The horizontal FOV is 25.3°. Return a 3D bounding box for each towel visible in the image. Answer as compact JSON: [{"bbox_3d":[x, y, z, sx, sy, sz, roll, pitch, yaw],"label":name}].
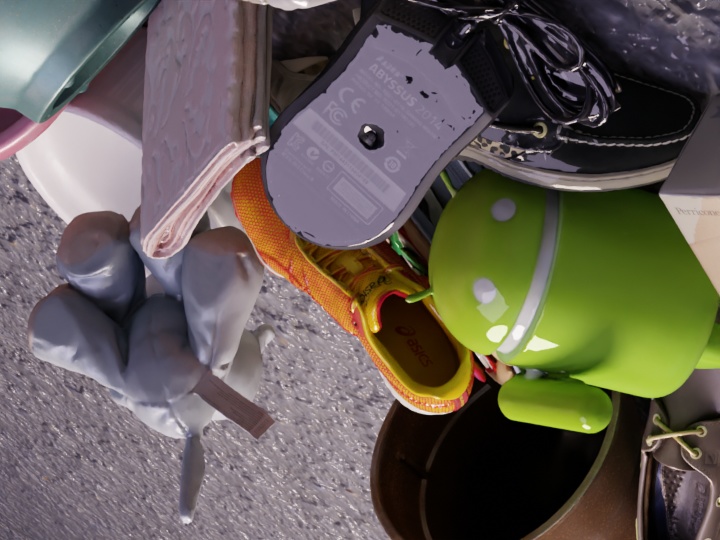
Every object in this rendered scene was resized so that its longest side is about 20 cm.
[{"bbox_3d":[-0.090,-0.129,0.931,0.032,0.202,0.191,8,160,-21],"label":"towel"}]

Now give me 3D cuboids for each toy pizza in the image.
[{"bbox_3d":[0.040,0.004,1.064,0.201,0.032,0.200,53,176,5],"label":"toy pizza"}]

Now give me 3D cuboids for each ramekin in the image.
[{"bbox_3d":[-0.144,-0.081,1.159,0.199,0.098,0.201,28,154,15],"label":"ramekin"}]

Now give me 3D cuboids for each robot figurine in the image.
[{"bbox_3d":[0.129,0.005,0.925,0.198,0.177,0.116,15,174,-10],"label":"robot figurine"}]

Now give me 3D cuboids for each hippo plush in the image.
[{"bbox_3d":[-0.108,0.041,1.098,0.200,0.160,0.161,43,-172,15],"label":"hippo plush"}]

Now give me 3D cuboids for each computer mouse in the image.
[{"bbox_3d":[0.029,-0.087,0.829,0.138,0.053,0.200,44,124,-8],"label":"computer mouse"}]

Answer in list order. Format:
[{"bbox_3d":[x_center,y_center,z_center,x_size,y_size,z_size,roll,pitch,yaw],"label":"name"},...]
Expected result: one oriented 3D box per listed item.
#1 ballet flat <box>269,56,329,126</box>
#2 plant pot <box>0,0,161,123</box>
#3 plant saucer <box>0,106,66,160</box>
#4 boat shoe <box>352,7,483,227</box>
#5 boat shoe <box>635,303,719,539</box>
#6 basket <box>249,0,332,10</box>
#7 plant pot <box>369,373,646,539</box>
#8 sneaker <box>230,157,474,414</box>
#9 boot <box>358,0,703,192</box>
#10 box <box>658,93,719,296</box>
[{"bbox_3d":[-0.028,-0.104,1.013,0.068,0.064,0.200,50,179,-21],"label":"ballet flat"},{"bbox_3d":[-0.195,-0.172,0.936,0.134,0.201,0.200,44,153,-7],"label":"plant pot"},{"bbox_3d":[-0.259,-0.160,1.072,0.199,0.202,0.051,24,175,21],"label":"plant saucer"},{"bbox_3d":[0.054,-0.085,0.989,0.061,0.073,0.201,-23,122,9],"label":"boat shoe"},{"bbox_3d":[0.213,0.116,1.029,0.071,0.059,0.202,21,122,36],"label":"boat shoe"},{"bbox_3d":[-0.034,-0.225,0.690,0.123,0.135,0.202,12,121,50],"label":"basket"},{"bbox_3d":[0.143,0.165,1.147,0.199,0.201,0.198,4,148,46],"label":"plant pot"},{"bbox_3d":[0.000,0.000,0.970,0.200,0.073,0.077,44,167,9],"label":"sneaker"},{"bbox_3d":[0.085,-0.127,0.842,0.202,0.074,0.155,11,135,14],"label":"boot"},{"bbox_3d":[0.250,0.000,0.856,0.094,0.078,0.200,2,139,48],"label":"box"}]
